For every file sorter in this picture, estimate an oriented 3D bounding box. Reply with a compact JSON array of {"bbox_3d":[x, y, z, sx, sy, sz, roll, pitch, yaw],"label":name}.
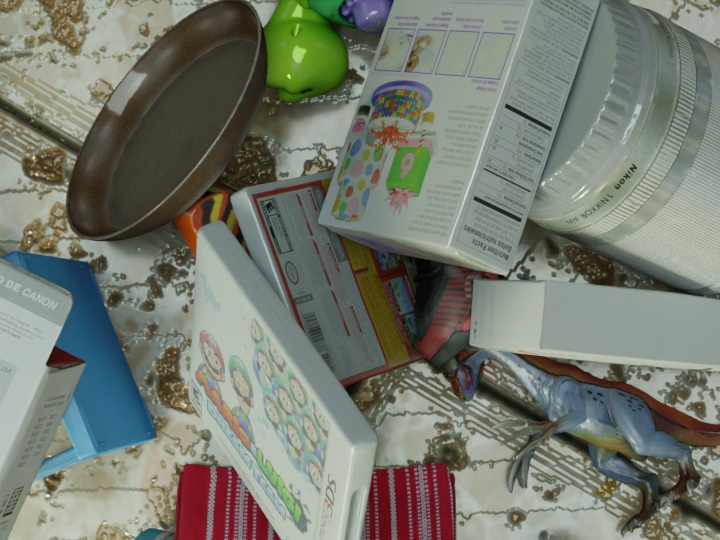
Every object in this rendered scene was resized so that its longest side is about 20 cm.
[{"bbox_3d":[-0.237,0.077,1.357,0.122,0.200,0.139,-22,86,5],"label":"file sorter"}]

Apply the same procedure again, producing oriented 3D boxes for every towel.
[{"bbox_3d":[-0.032,0.185,1.379,0.199,0.145,0.023,0,126,2],"label":"towel"}]

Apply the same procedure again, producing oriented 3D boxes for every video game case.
[{"bbox_3d":[-0.056,0.095,1.301,0.024,0.183,0.200,-21,55,-24],"label":"video game case"},{"bbox_3d":[0.000,0.000,1.363,0.017,0.200,0.144,-23,85,36],"label":"video game case"}]

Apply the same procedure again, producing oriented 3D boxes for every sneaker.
[{"bbox_3d":[0.059,-0.030,1.383,0.098,0.071,0.201,23,66,-19],"label":"sneaker"}]

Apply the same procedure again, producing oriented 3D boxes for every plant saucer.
[{"bbox_3d":[-0.129,-0.099,1.381,0.032,0.200,0.201,38,89,-29],"label":"plant saucer"}]

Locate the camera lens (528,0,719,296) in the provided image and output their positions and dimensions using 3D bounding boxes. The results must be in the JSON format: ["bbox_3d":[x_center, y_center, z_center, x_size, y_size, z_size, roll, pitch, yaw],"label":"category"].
[{"bbox_3d":[0.195,-0.083,1.337,0.199,0.160,0.161,23,87,-31],"label":"camera lens"}]

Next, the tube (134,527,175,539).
[{"bbox_3d":[-0.070,0.226,1.376,0.199,0.051,0.078,12,55,27],"label":"tube"}]

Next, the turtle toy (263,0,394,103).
[{"bbox_3d":[-0.007,-0.209,1.403,0.200,0.146,0.101,-44,107,0],"label":"turtle toy"}]

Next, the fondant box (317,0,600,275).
[{"bbox_3d":[0.064,-0.107,1.296,0.058,0.144,0.201,24,83,-36],"label":"fondant box"}]

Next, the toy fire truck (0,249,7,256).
[{"bbox_3d":[-0.371,-0.017,1.416,0.199,0.129,0.177,25,88,13],"label":"toy fire truck"}]

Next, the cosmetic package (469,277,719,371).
[{"bbox_3d":[0.178,0.038,1.350,0.199,0.082,0.051,6,85,-32],"label":"cosmetic package"}]

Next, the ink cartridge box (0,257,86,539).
[{"bbox_3d":[-0.282,0.054,1.222,0.199,0.084,0.176,26,93,8],"label":"ink cartridge box"}]

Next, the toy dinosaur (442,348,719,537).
[{"bbox_3d":[0.154,0.100,1.410,0.200,0.105,0.182,-34,82,-33],"label":"toy dinosaur"}]

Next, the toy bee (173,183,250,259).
[{"bbox_3d":[-0.061,0.017,1.408,0.108,0.201,0.131,-28,47,-23],"label":"toy bee"}]
